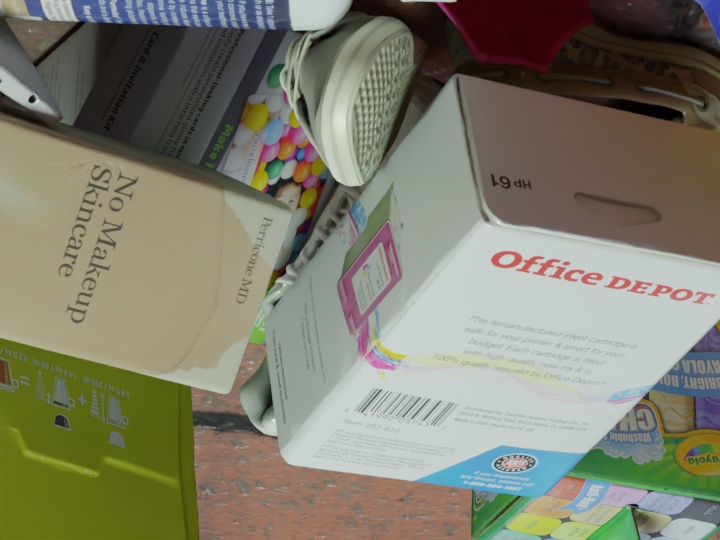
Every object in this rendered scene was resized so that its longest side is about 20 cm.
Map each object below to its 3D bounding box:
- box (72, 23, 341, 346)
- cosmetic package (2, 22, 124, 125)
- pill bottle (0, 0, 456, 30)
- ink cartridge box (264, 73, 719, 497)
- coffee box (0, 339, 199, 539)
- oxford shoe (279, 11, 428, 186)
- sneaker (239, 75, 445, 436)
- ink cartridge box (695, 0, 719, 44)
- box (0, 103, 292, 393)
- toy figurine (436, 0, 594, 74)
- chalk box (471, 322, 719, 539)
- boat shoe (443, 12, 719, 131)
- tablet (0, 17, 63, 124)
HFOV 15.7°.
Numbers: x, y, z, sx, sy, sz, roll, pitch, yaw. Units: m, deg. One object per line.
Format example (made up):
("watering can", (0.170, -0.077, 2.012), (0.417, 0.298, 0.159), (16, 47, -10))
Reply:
("box", (-0.059, -0.047, 1.267), (0.041, 0.156, 0.200), (35, -170, 35))
("cosmetic package", (-0.159, -0.041, 1.371), (0.074, 0.102, 0.200), (18, 150, -29))
("pill bottle", (-0.058, -0.155, 1.072), (0.199, 0.111, 0.111), (3, 152, 2))
("ink cartridge box", (0.065, 0.012, 1.181), (0.144, 0.085, 0.200), (10, 143, -26))
("coffee box", (-0.217, 0.103, 1.316), (0.198, 0.200, 0.199), (-24, 149, 36))
("oxford shoe", (-0.008, -0.081, 1.147), (0.058, 0.075, 0.200), (21, -171, 2))
("sneaker", (0.000, 0.000, 1.282), (0.081, 0.075, 0.200), (1, 117, -39))
("ink cartridge box", (0.132, -0.180, 1.016), (0.095, 0.200, 0.037), (-25, -177, 40))
("box", (-0.139, -0.018, 1.120), (0.200, 0.095, 0.078), (15, -174, -35))
("toy figurine", (0.116, -0.138, 1.136), (0.184, 0.151, 0.200), (5, 163, 15))
("chalk box", (0.138, 0.095, 1.489), (0.124, 0.200, 0.124), (12, 150, -16))
("boat shoe", (0.125, -0.081, 1.310), (0.200, 0.063, 0.073), (18, 147, -27))
("tablet", (-0.198, -0.148, 1.101), (0.014, 0.200, 0.130), (-42, 139, 9))
